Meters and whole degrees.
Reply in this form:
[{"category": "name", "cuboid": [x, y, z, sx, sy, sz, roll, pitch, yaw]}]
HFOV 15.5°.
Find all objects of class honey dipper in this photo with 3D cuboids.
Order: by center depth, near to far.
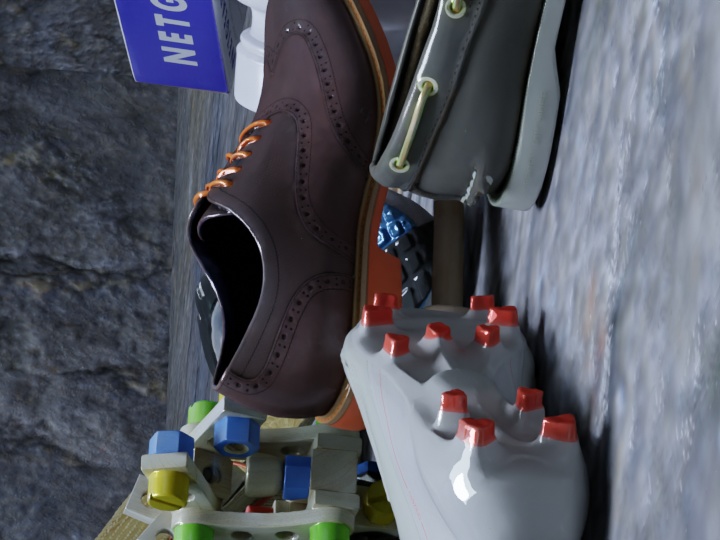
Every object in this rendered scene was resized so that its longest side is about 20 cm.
[{"category": "honey dipper", "cuboid": [0.035, -0.020, 1.044, 0.038, 0.038, 0.201, 103, 172, -52]}]

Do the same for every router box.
[{"category": "router box", "cuboid": [-0.075, -0.204, 1.206, 0.200, 0.049, 0.180, 85, -167, -70]}]

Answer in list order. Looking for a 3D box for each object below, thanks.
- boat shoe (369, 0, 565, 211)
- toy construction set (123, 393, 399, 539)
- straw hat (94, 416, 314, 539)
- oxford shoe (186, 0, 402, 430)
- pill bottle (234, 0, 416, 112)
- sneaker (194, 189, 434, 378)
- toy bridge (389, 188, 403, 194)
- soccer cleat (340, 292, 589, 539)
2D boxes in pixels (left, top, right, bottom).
[{"category": "boat shoe", "cuboid": [0.043, -0.118, 0.911, 0.072, 0.060, 0.203, -102, 17, -66]}, {"category": "toy construction set", "cuboid": [-0.049, 0.115, 1.229, 0.200, 0.130, 0.093, 130, 145, -72]}, {"category": "straw hat", "cuboid": [-0.057, 0.136, 1.424, 0.201, 0.085, 0.201, -40, 11, 9]}, {"category": "oxford shoe", "cuboid": [-0.028, -0.038, 1.029, 0.071, 0.072, 0.201, 132, 140, -53]}, {"category": "pill bottle", "cuboid": [-0.004, -0.168, 1.133, 0.112, 0.112, 0.201, -107, 22, -72]}, {"category": "sneaker", "cuboid": [0.000, 0.000, 1.158, 0.200, 0.086, 0.075, -22, 86, 62]}, {"category": "toy bridge", "cuboid": [0.012, -0.077, 1.294, 0.067, 0.027, 0.201, -101, 17, -65]}, {"category": "soccer cleat", "cuboid": [0.032, 0.061, 0.887, 0.200, 0.069, 0.078, -118, 30, -72]}]
